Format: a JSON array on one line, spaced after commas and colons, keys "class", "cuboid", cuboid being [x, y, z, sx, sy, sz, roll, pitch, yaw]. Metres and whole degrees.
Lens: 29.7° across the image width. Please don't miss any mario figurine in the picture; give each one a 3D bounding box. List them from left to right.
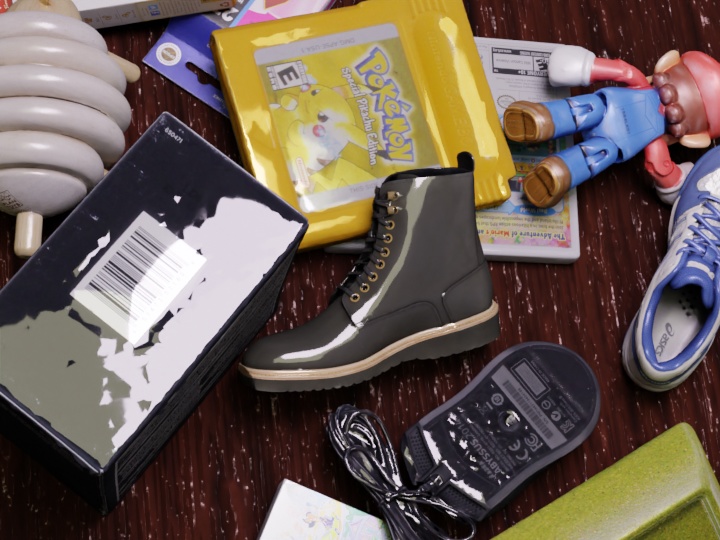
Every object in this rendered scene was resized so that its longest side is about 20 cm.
[{"class": "mario figurine", "cuboid": [0.203, -0.111, 1.061, 0.200, 0.124, 0.106, -18, 38, -24]}]

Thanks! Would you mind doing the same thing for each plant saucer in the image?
[{"class": "plant saucer", "cuboid": [0.202, 0.239, 0.941, 0.200, 0.048, 0.200, -28, 97, -17]}]

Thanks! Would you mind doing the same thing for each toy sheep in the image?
[{"class": "toy sheep", "cuboid": [-0.221, -0.104, 0.944, 0.138, 0.138, 0.200, -1, 71, -11]}]

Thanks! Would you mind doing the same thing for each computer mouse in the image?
[{"class": "computer mouse", "cuboid": [0.083, 0.122, 0.976, 0.200, 0.053, 0.139, -29, 72, -21]}]

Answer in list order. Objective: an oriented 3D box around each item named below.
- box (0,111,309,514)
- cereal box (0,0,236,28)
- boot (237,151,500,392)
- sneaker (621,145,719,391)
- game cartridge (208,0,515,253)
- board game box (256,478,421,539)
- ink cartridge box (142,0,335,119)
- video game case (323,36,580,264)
[{"class": "box", "cuboid": [-0.149, 0.036, 0.882, 0.123, 0.198, 0.200, 38, 70, 4]}, {"class": "cereal box", "cuboid": [-0.201, -0.254, 1.024, 0.200, 0.040, 0.144, -9, 75, -1]}, {"class": "boot", "cuboid": [0.000, 0.000, 0.960, 0.200, 0.077, 0.138, -16, 108, -27]}, {"class": "sneaker", "cuboid": [0.257, -0.003, 1.006, 0.075, 0.088, 0.200, 20, 86, 8]}, {"class": "game cartridge", "cuboid": [0.005, -0.115, 1.016, 0.200, 0.032, 0.176, -14, 80, -15]}, {"class": "board game box", "cuboid": [-0.030, 0.262, 0.925, 0.134, 0.034, 0.200, 23, 71, -3]}, {"class": "ink cartridge box", "cuboid": [-0.075, -0.217, 1.061, 0.095, 0.037, 0.200, 33, 72, 0]}, {"class": "video game case", "cuboid": [0.069, -0.098, 1.058, 0.200, 0.024, 0.182, 3, 74, -11]}]
